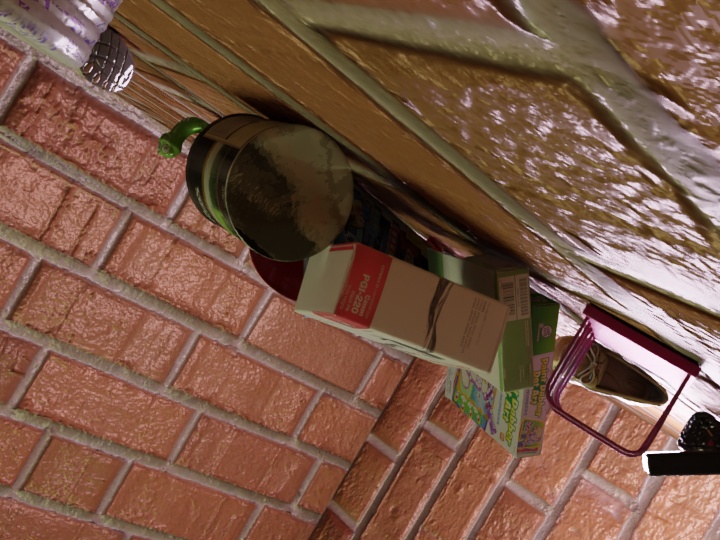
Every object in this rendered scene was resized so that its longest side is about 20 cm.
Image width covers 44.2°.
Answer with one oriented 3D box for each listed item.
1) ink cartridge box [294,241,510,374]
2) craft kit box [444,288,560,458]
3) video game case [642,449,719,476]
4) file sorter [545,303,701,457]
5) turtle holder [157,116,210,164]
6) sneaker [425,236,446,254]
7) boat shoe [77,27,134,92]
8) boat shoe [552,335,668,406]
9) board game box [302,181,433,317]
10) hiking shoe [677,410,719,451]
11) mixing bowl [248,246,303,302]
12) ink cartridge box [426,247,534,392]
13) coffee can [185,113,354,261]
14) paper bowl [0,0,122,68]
[{"bbox_3d":[0.044,0.042,0.993,0.198,0.086,0.145,20,172,-20],"label":"ink cartridge box"},{"bbox_3d":[0.180,0.110,1.164,0.048,0.203,0.197,-3,-164,-24],"label":"craft kit box"},{"bbox_3d":[0.421,0.213,0.993,0.198,0.026,0.181,-5,168,15],"label":"video game case"},{"bbox_3d":[0.306,0.142,1.060,0.138,0.126,0.200,31,179,21],"label":"file sorter"},{"bbox_3d":[-0.236,-0.178,1.481,0.185,0.133,0.141,31,180,-36],"label":"turtle holder"},{"bbox_3d":[0.139,0.015,1.287,0.199,0.079,0.116,0,135,45],"label":"sneaker"},{"bbox_3d":[-0.374,-0.313,1.168,0.073,0.075,0.200,42,177,35],"label":"boat shoe"},{"bbox_3d":[0.373,0.154,1.335,0.199,0.074,0.063,29,173,-19],"label":"boat shoe"},{"bbox_3d":[0.000,0.000,1.146,0.199,0.201,0.061,38,134,-26],"label":"board game box"},{"bbox_3d":[0.564,0.277,1.359,0.100,0.076,0.200,34,178,-6],"label":"hiking shoe"},{"bbox_3d":[-0.058,-0.060,1.298,0.199,0.200,0.109,31,-148,-19],"label":"mixing bowl"},{"bbox_3d":[0.146,0.052,1.103,0.047,0.147,0.200,-9,-167,-16],"label":"ink cartridge box"},{"bbox_3d":[-0.110,-0.102,1.025,0.146,0.147,0.200,31,178,-26],"label":"coffee can"},{"bbox_3d":[-0.190,-0.188,0.398,0.199,0.105,0.201,30,179,1],"label":"paper bowl"}]
